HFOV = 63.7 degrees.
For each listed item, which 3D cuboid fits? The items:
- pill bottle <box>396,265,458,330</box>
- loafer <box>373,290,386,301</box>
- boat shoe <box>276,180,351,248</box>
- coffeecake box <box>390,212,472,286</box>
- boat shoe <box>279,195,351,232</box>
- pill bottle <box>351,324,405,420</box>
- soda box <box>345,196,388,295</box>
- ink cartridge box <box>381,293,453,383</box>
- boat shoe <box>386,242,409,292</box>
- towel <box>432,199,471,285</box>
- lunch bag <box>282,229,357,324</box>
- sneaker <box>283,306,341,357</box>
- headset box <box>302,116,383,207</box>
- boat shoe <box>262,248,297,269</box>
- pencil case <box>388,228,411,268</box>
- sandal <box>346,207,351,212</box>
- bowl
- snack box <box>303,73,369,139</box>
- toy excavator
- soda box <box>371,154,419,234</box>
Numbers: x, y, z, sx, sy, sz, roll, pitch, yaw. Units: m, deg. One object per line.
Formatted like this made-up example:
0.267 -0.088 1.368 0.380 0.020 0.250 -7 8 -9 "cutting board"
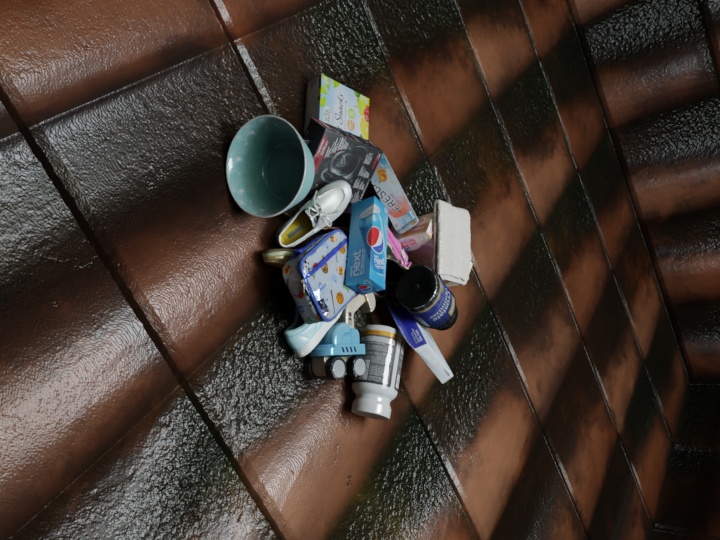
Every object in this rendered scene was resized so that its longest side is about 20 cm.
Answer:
0.171 0.076 1.427 0.200 0.109 0.115 40 54 -54 "pill bottle"
0.000 0.000 1.416 0.200 0.070 0.074 46 54 -30 "loafer"
-0.099 -0.118 1.237 0.200 0.086 0.076 -36 102 -1 "boat shoe"
0.183 -0.046 1.555 0.201 0.151 0.074 48 52 -28 "coffeecake box"
-0.097 -0.133 1.316 0.195 0.070 0.073 9 96 -31 "boat shoe"
0.040 0.243 1.383 0.115 0.114 0.206 29 63 -38 "pill bottle"
0.016 -0.056 1.280 0.064 0.066 0.206 34 51 -47 "soda box"
0.142 0.157 1.460 0.201 0.040 0.201 49 9 -36 "ink cartridge box"
0.083 0.012 1.432 0.202 0.072 0.064 51 20 -44 "boat shoe"
0.233 -0.070 1.477 0.130 0.034 0.207 12 75 -44 "towel"
-0.079 0.010 1.239 0.200 0.074 0.164 -45 118 -51 "lunch bag"
-0.100 0.092 1.295 0.083 0.073 0.202 55 48 -26 "sneaker"
-0.064 -0.242 1.314 0.196 0.077 0.152 10 114 -40 "headset box"
-0.134 -0.005 1.285 0.197 0.070 0.079 7 89 -45 "boat shoe"
0.052 -0.075 1.437 0.092 0.092 0.201 -54 136 -15 "pencil case"
-0.041 -0.142 1.414 0.199 0.049 0.085 4 80 -45 "sandal"
-0.172 -0.210 1.212 0.104 0.195 0.208 -3 84 -64 "bowl"
-0.057 -0.347 1.422 0.166 0.067 0.207 14 72 -42 "snack box"
-0.036 0.142 1.331 0.191 0.098 0.207 5 80 -44 "toy excavator"
0.077 -0.198 1.478 0.204 0.062 0.068 63 10 11 "soda box"
